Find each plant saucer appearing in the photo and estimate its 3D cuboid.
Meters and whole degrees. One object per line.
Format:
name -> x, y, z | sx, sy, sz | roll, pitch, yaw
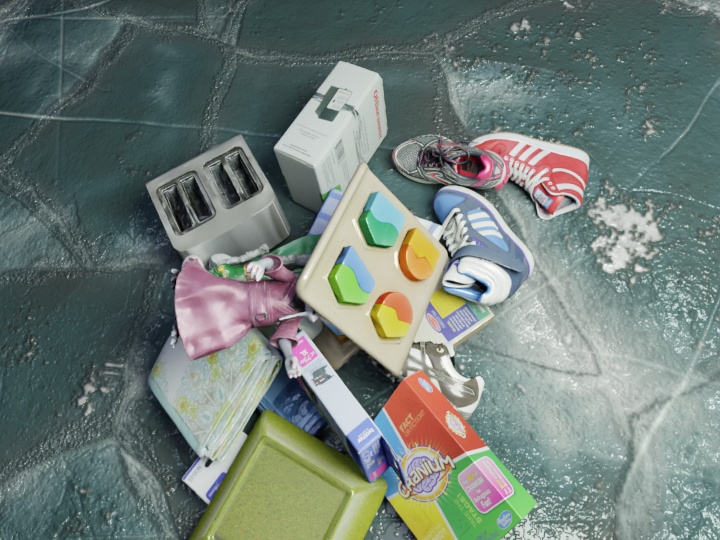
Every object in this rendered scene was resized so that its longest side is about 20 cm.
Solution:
plant saucer -> -0.095, 0.302, 0.714 | 0.197, 0.048, 0.202 | 25, 72, 15

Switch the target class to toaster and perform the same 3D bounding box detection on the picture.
toaster -> -0.224, -0.093, 0.927 | 0.179, 0.119, 0.202 | -29, 64, -7

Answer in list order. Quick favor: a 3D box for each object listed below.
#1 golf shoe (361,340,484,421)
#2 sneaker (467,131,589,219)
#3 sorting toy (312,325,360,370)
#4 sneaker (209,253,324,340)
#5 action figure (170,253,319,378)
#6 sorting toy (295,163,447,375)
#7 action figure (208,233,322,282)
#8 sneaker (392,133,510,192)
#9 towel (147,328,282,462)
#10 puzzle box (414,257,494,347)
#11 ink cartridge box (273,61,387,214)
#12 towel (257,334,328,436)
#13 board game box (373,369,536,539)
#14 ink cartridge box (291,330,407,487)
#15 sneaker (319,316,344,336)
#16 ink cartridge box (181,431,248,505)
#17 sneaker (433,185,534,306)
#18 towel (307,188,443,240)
golf shoe -> 0.079, 0.123, 0.792 | 0.199, 0.078, 0.095 | 40, 84, 12
sneaker -> 0.262, -0.149, 0.924 | 0.196, 0.072, 0.114 | 10, 62, 9
sorting toy -> -0.021, 0.016, 0.873 | 0.199, 0.037, 0.186 | -42, 65, -1
sneaker -> -0.138, 0.036, 0.843 | 0.199, 0.077, 0.080 | 38, 56, 16
action figure -> -0.125, 0.047, 0.701 | 0.195, 0.149, 0.137 | -5, 101, -9
sorting toy -> 0.029, 0.000, 0.710 | 0.036, 0.200, 0.187 | -3, 52, 47
action figure -> -0.128, 0.005, 0.793 | 0.196, 0.055, 0.120 | -10, 57, -18
sneaker -> 0.136, -0.177, 0.923 | 0.197, 0.074, 0.082 | 14, 98, 33
towel -> -0.205, 0.135, 0.799 | 0.199, 0.048, 0.173 | 36, 95, 37
puzzle box -> 0.091, 0.032, 0.881 | 0.132, 0.026, 0.201 | -31, 65, -9
ink cartridge box -> -0.041, -0.213, 0.950 | 0.082, 0.147, 0.202 | 26, 68, 19
towel -> -0.114, 0.150, 0.834 | 0.112, 0.049, 0.199 | -43, 67, -15
board game box -> 0.092, 0.250, 0.711 | 0.040, 0.154, 0.200 | -12, 51, -48
ink cartridge box -> -0.020, 0.178, 0.706 | 0.042, 0.120, 0.200 | -35, 58, -15
sneaker -> 0.000, 0.000, 0.790 | 0.077, 0.091, 0.202 | 17, 59, 27
ink cartridge box -> -0.132, 0.300, 0.769 | 0.198, 0.039, 0.100 | 34, 73, 19
sneaker -> 0.150, -0.036, 0.850 | 0.145, 0.081, 0.200 | -27, 66, -40
towel -> 0.010, -0.034, 0.857 | 0.197, 0.024, 0.149 | 22, 74, 21
